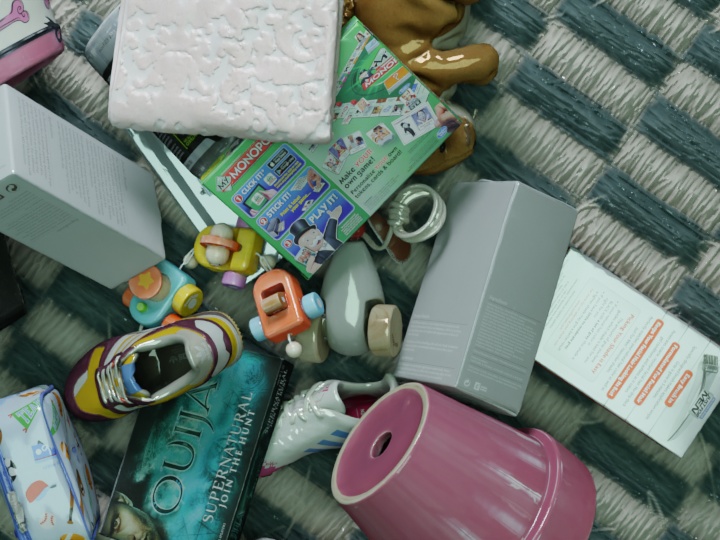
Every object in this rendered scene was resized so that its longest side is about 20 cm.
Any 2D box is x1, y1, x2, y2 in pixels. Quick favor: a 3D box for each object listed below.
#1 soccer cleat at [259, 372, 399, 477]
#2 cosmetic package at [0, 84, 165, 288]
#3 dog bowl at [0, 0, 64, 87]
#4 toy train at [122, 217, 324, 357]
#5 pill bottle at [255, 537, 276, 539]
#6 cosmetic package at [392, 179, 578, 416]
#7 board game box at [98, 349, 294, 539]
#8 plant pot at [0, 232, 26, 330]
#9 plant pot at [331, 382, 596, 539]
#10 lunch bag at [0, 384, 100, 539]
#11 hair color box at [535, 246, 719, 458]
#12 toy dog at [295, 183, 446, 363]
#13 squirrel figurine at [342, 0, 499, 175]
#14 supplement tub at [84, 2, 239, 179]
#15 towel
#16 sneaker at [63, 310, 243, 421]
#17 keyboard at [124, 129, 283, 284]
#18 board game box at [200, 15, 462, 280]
[{"bbox_3d":[-0.053,0.137,1.570,0.200,0.086,0.070,-12,52,-6],"label":"soccer cleat"},{"bbox_3d":[-0.268,-0.071,1.498,0.071,0.200,0.102,-28,54,24],"label":"cosmetic package"},{"bbox_3d":[-0.355,-0.187,1.511,0.200,0.200,0.074,-32,99,-1],"label":"dog bowl"},{"bbox_3d":[-0.139,0.026,1.546,0.200,0.056,0.151,-20,66,18],"label":"toy train"},{"bbox_3d":[-0.060,0.316,1.565,0.200,0.112,0.112,16,91,-2],"label":"pill bottle"},{"bbox_3d":[0.115,0.022,1.544,0.090,0.107,0.200,26,81,-30],"label":"cosmetic package"},{"bbox_3d":[-0.153,0.166,1.552,0.135,0.028,0.200,10,76,27],"label":"board game box"},{"bbox_3d":[-0.407,0.000,1.519,0.177,0.200,0.200,-17,91,-12],"label":"plant pot"},{"bbox_3d":[0.080,0.202,1.499,0.179,0.200,0.200,38,90,-22],"label":"plant pot"},{"bbox_3d":[-0.286,0.187,1.514,0.075,0.200,0.161,-19,91,-5],"label":"lunch bag"},{"bbox_3d":[0.248,0.077,1.593,0.200,0.064,0.111,34,90,0],"label":"hair color box"},{"bbox_3d":[0.000,0.000,1.579,0.132,0.096,0.200,21,86,13],"label":"toy dog"},{"bbox_3d":[0.030,-0.184,1.558,0.200,0.142,0.187,2,103,-3],"label":"squirrel figurine"},{"bbox_3d":[-0.147,-0.168,1.550,0.123,0.123,0.200,-42,92,0],"label":"supplement tub"},{"bbox_3d":[-0.114,-0.210,1.450,0.200,0.032,0.191,6,93,10],"label":"towel"},{"bbox_3d":[-0.206,0.092,1.515,0.200,0.090,0.075,-25,90,27],"label":"sneaker"},{"bbox_3d":[-0.152,-0.079,1.609,0.056,0.011,0.200,-36,92,-6],"label":"keyboard"},{"bbox_3d":[-0.026,-0.108,1.492,0.135,0.029,0.200,43,98,-16],"label":"board game box"}]
